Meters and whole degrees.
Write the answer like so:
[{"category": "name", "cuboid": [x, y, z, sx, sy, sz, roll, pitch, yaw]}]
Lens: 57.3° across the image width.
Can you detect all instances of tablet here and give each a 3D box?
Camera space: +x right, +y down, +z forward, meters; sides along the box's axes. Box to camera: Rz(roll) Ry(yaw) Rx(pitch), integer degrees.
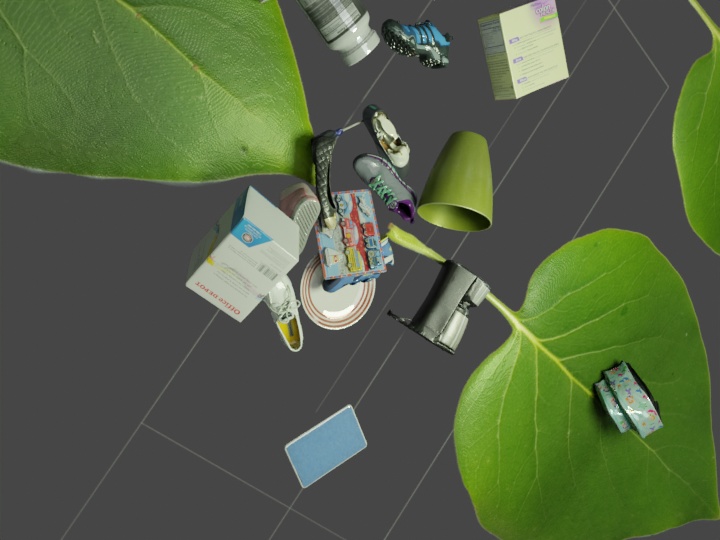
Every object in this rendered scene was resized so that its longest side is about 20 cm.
[{"category": "tablet", "cuboid": [-0.085, 0.436, 1.641, 0.197, 0.014, 0.133, -29, 111, -19]}]

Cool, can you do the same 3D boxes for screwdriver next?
[{"category": "screwdriver", "cuboid": [-0.028, -0.328, 1.513, 0.197, 0.029, 0.028, -29, 93, -18]}]

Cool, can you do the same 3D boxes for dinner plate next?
[{"category": "dinner plate", "cuboid": [-0.055, 0.038, 1.573, 0.195, 0.024, 0.207, -5, 103, -24]}]

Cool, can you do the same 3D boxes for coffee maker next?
[{"category": "coffee maker", "cuboid": [0.204, 0.078, 1.643, 0.190, 0.134, 0.203, 32, 85, -26]}]

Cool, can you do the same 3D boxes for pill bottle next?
[{"category": "pill bottle", "cuboid": [-0.051, -0.551, 1.411, 0.116, 0.115, 0.201, -45, 115, -11]}]

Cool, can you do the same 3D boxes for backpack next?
[{"category": "backpack", "cuboid": [0.798, 0.392, 1.953, 0.149, 0.201, 0.179, -33, 115, 6]}]

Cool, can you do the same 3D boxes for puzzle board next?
[{"category": "puzzle board", "cuboid": [-0.028, -0.086, 1.502, 0.146, 0.017, 0.206, -7, 73, -16]}]

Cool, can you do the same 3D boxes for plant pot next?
[{"category": "plant pot", "cuboid": [0.243, -0.223, 1.593, 0.183, 0.186, 0.206, 18, 77, -27]}]

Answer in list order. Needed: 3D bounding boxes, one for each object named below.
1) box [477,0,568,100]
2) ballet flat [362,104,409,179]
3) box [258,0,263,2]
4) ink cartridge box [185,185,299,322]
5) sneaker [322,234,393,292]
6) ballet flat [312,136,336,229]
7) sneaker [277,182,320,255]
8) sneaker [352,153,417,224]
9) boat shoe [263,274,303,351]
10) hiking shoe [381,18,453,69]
[{"category": "box", "cuboid": [0.405, -0.551, 1.639, 0.173, 0.096, 0.205, -25, 110, -19]}, {"category": "ballet flat", "cuboid": [0.071, -0.295, 1.537, 0.073, 0.073, 0.202, -40, 118, -13]}, {"category": "box", "cuboid": [-0.198, -0.658, 1.321, 0.035, 0.108, 0.204, -37, 115, -40]}, {"category": "ink cartridge box", "cuboid": [-0.241, -0.033, 1.363, 0.146, 0.146, 0.200, 38, 112, -25]}, {"category": "sneaker", "cuboid": [0.000, 0.000, 1.540, 0.198, 0.074, 0.084, -35, 115, -15]}, {"category": "ballet flat", "cuboid": [-0.071, -0.193, 1.458, 0.055, 0.066, 0.206, -6, 96, 4]}, {"category": "sneaker", "cuboid": [-0.159, -0.106, 1.477, 0.074, 0.106, 0.202, 14, 123, -34]}, {"category": "sneaker", "cuboid": [0.063, -0.191, 1.539, 0.198, 0.089, 0.074, 34, 123, -27]}, {"category": "boat shoe", "cuboid": [-0.172, 0.093, 1.485, 0.073, 0.086, 0.207, -17, 112, -15]}, {"category": "hiking shoe", "cuboid": [0.129, -0.542, 1.530, 0.196, 0.074, 0.089, 16, 85, -37]}]
